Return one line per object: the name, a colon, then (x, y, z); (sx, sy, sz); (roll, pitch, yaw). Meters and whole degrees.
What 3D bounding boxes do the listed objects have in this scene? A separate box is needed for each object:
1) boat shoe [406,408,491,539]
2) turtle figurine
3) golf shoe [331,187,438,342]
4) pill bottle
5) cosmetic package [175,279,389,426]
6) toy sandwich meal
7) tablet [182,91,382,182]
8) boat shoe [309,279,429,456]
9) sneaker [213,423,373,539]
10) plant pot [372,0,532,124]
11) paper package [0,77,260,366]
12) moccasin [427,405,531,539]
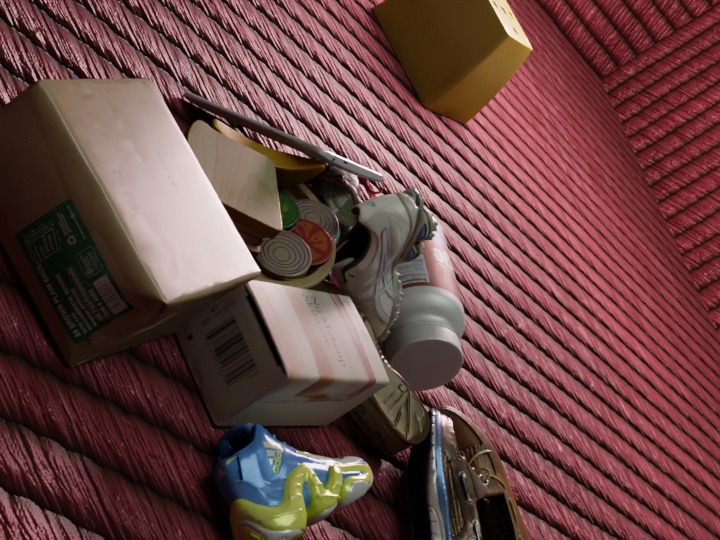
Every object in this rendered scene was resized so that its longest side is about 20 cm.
boat shoe: (0.090, 0.229, 1.432); (0.072, 0.072, 0.201); (13, 47, -13)
turtle figurine: (-0.046, -0.067, 1.541); (0.150, 0.101, 0.200); (42, 33, -13)
golf shoe: (0.000, 0.000, 1.475); (0.097, 0.201, 0.078); (-3, 39, -31)
pill bottle: (0.057, 0.033, 1.609); (0.112, 0.112, 0.201); (41, 26, -39)
cosmetic package: (-0.066, 0.077, 1.287); (0.104, 0.087, 0.200); (63, 20, 16)
toy sandwich meal: (-0.101, -0.068, 1.368); (0.204, 0.070, 0.206); (23, 40, -21)
tablet: (-0.082, -0.140, 1.507); (0.199, 0.014, 0.130); (25, 4, 32)
boat shoe: (-0.012, 0.100, 1.443); (0.073, 0.063, 0.201); (-30, 86, -44)
sneaker: (-0.058, 0.165, 1.197); (0.105, 0.075, 0.200); (59, 21, 5)
plant pot: (0.170, -0.389, 2.403); (0.201, 0.176, 0.200); (64, 21, 15)
paper package: (-0.198, -0.046, 1.133); (0.201, 0.103, 0.190); (60, 21, 4)
moccasin: (0.122, 0.240, 1.530); (0.078, 0.073, 0.203); (-6, 75, -79)
